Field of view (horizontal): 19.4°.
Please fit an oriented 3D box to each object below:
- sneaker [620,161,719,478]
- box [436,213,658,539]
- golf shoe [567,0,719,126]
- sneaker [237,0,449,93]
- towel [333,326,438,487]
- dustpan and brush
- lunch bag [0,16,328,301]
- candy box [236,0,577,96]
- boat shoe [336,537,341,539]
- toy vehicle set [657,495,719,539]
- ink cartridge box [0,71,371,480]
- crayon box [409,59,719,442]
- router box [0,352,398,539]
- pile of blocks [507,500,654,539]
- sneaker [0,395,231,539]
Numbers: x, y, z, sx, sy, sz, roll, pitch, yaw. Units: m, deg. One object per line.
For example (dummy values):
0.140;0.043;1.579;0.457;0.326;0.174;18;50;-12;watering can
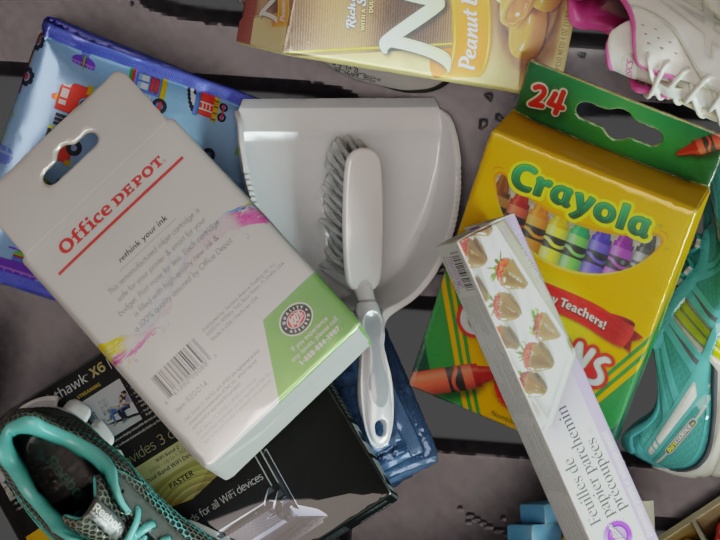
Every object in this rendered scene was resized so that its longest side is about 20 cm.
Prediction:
0.197;0.023;1.238;0.079;0.077;0.202;9;98;12;sneaker
0.103;0.067;1.165;0.038;0.041;0.201;-25;93;-15;box
0.191;-0.111;1.169;0.091;0.076;0.200;-27;54;-14;golf shoe
-0.031;-0.162;1.210;0.200;0.108;0.068;33;98;-1;sneaker
-0.061;0.105;1.256;0.199;0.049;0.112;-25;70;3;towel
0.000;0.000;1.222;0.138;0.057;0.202;-2;93;-22;dustpan and brush
-0.118;-0.044;1.248;0.198;0.094;0.152;20;96;-10;lunch bag
0.034;-0.168;1.177;0.199;0.055;0.117;5;99;-37;candy box
-0.026;0.209;1.275;0.201;0.063;0.073;44;99;1;boat shoe
0.246;0.172;1.226;0.199;0.125;0.027;-34;124;7;toy vehicle set
-0.102;0.002;1.162;0.117;0.067;0.200;-42;78;-2;ink cartridge box
0.117;-0.004;1.203;0.126;0.051;0.202;21;113;12;crayon box
-0.102;0.114;1.202;0.199;0.052;0.158;-31;79;0;router box
0.109;0.186;1.197;0.082;0.062;0.201;40;63;-25;pile of blocks
-0.128;0.145;1.126;0.200;0.091;0.078;39;87;11;sneaker
